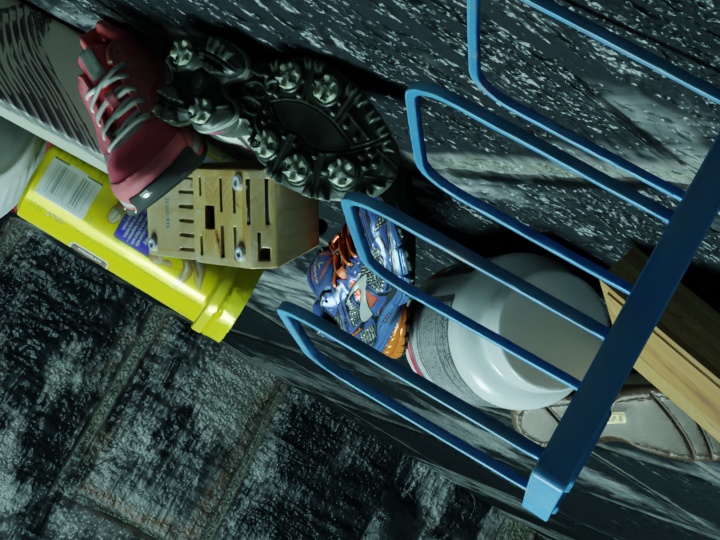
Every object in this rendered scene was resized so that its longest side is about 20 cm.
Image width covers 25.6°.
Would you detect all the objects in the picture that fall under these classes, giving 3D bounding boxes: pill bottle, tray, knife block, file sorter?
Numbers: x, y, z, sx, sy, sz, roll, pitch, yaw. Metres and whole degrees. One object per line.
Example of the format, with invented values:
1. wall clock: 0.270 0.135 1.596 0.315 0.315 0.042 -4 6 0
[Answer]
1. pill bottle: 0.106 0.045 1.150 0.110 0.111 0.200 30 171 -10
2. tray: 0.230 0.078 0.961 0.200 0.037 0.099 43 168 36
3. knife block: -0.055 -0.046 1.126 0.174 0.065 0.199 -7 -172 -36
4. file sorter: 0.071 -0.026 0.606 0.122 0.201 0.139 29 171 11

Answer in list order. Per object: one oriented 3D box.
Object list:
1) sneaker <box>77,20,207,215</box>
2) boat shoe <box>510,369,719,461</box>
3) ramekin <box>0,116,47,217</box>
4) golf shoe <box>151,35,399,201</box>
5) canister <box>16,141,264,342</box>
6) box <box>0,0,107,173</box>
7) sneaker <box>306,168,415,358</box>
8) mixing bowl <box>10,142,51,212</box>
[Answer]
1. sneaker: -0.163 -0.109 1.082 0.087 0.074 0.201 47 -170 -30
2. boat shoe: 0.218 0.093 1.215 0.200 0.075 0.075 3 126 21
3. ramekin: -0.350 -0.132 1.310 0.201 0.204 0.094 31 159 -16
4. golf shoe: -0.039 -0.096 0.996 0.199 0.078 0.088 29 -171 37
5. canister: -0.167 -0.054 1.320 0.199 0.149 0.087 32 145 -7
6. box: -0.246 -0.150 1.237 0.199 0.083 0.068 27 170 1
7. sneaker: 0.000 0.000 1.144 0.078 0.076 0.201 1 142 -2
8. mixing bowl: -0.365 -0.130 1.608 0.199 0.109 0.200 28 170 5
